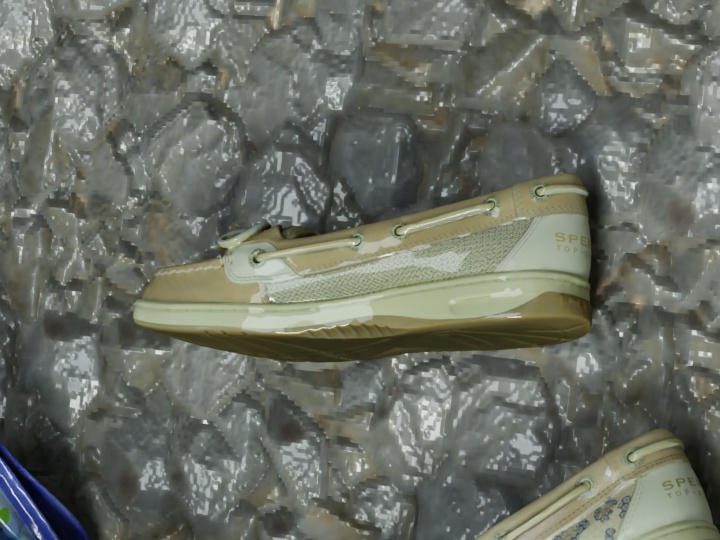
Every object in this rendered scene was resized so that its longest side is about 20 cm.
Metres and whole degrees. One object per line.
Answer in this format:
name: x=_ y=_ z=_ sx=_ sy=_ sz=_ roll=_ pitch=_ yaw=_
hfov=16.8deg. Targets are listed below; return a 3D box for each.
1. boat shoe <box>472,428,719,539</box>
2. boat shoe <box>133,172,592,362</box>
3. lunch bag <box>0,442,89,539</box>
boat shoe: x=0.049 y=0.128 z=0.944 sx=0.200 sy=0.073 sz=0.063 roll=-26 pitch=66 yaw=19
boat shoe: x=-0.001 y=-0.001 z=0.985 sx=0.200 sy=0.073 sz=0.063 roll=-5 pitch=77 yaw=31
lunch bag: x=-0.204 y=0.173 z=1.076 sx=0.170 sy=0.127 sz=0.201 roll=-30 pitch=80 yaw=29
